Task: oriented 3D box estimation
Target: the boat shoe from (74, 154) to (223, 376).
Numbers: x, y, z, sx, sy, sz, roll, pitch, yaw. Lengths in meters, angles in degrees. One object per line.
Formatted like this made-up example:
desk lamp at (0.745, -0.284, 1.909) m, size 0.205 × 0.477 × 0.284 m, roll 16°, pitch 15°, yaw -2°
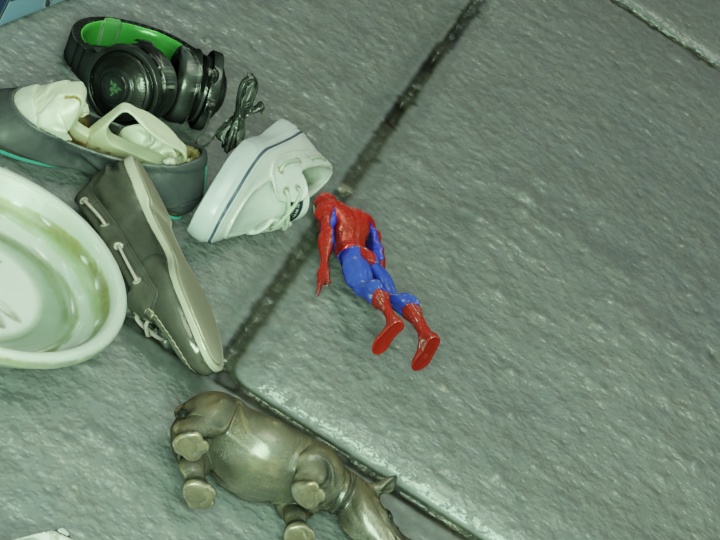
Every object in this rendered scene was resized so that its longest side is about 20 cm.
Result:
boat shoe at (-0.151, 0.005, 1.549) m, size 0.067 × 0.057 × 0.200 m, roll 52°, pitch 10°, yaw -54°

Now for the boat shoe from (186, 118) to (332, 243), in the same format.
boat shoe at (-0.069, -0.065, 1.687) m, size 0.067 × 0.074 × 0.200 m, roll 32°, pitch 30°, yaw 3°

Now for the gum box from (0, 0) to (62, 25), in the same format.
gum box at (-0.319, -0.297, 1.808) m, size 0.200 × 0.045 × 0.170 m, roll 38°, pitch 31°, yaw 10°

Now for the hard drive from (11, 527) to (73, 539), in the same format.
hard drive at (-0.208, 0.221, 1.205) m, size 0.200 × 0.038 × 0.140 m, roll -8°, pitch 51°, yaw -48°

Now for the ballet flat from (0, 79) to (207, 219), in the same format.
ballet flat at (-0.203, -0.104, 1.626) m, size 0.199 × 0.073 × 0.073 m, roll 22°, pitch 33°, yaw -17°

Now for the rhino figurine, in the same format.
rhino figurine at (-0.042, 0.140, 1.443) m, size 0.200 × 0.060 × 0.088 m, roll 27°, pitch 21°, yaw -17°

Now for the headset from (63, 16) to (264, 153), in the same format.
headset at (-0.151, -0.158, 1.723) m, size 0.123 × 0.094 × 0.200 m, roll -1°, pitch 34°, yaw -42°

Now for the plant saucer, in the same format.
plant saucer at (-0.255, 0.004, 1.447) m, size 0.200 × 0.050 × 0.200 m, roll 23°, pitch 33°, yaw -16°

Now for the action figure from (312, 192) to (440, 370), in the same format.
action figure at (0.000, 0.000, 1.687) m, size 0.065 × 0.052 × 0.200 m, roll 18°, pitch 29°, yaw -33°
